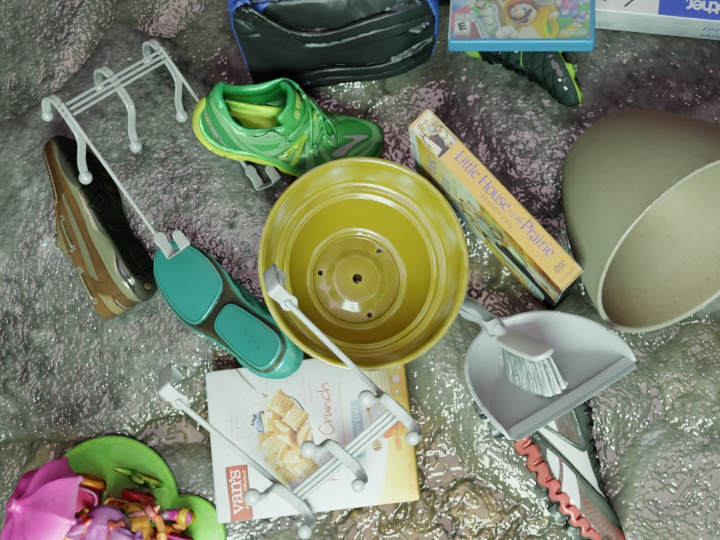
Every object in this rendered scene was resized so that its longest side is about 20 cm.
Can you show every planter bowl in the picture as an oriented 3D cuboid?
[{"bbox_3d":[0.000,0.000,0.903,0.196,0.084,0.205,1,78,-6],"label":"planter bowl"}]

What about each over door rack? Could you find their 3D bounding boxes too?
[{"bbox_3d":[-0.202,-0.118,0.938,0.200,0.067,0.148,48,54,1],"label":"over door rack"},{"bbox_3d":[-0.062,0.123,0.808,0.147,0.067,0.200,-40,103,10],"label":"over door rack"}]

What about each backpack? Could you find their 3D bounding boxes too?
[{"bbox_3d":[-0.021,-0.283,0.932,0.196,0.163,0.171,-3,75,6],"label":"backpack"}]

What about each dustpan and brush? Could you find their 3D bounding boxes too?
[{"bbox_3d":[0.136,0.067,0.853,0.138,0.200,0.058,-28,109,-13],"label":"dustpan and brush"}]

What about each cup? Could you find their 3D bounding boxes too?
[{"bbox_3d":[0.265,-0.066,0.861,0.198,0.201,0.144,-30,50,-1],"label":"cup"}]

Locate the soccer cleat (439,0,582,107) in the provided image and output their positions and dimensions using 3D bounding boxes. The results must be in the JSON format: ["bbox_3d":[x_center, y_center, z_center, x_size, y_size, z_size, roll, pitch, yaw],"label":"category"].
[{"bbox_3d":[0.150,-0.234,0.960,0.081,0.067,0.201,-36,71,7],"label":"soccer cleat"}]

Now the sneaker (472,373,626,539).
[{"bbox_3d":[0.191,0.168,0.865,0.097,0.071,0.202,-35,76,0],"label":"sneaker"}]

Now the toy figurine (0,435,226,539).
[{"bbox_3d":[-0.232,0.229,0.835,0.196,0.184,0.153,16,80,8],"label":"toy figurine"}]

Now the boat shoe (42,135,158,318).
[{"bbox_3d":[-0.280,-0.043,0.953,0.073,0.075,0.202,-35,71,16],"label":"boat shoe"}]

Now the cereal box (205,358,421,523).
[{"bbox_3d":[-0.047,0.159,0.905,0.196,0.040,0.147,-8,78,3],"label":"cereal box"}]

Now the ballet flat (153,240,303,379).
[{"bbox_3d":[-0.128,0.044,0.916,0.199,0.070,0.068,38,88,31],"label":"ballet flat"}]

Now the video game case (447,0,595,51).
[{"bbox_3d":[0.163,-0.309,0.938,0.140,0.018,0.204,2,67,10],"label":"video game case"}]

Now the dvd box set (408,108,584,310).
[{"bbox_3d":[0.124,-0.051,0.878,0.029,0.146,0.200,-41,78,-2],"label":"dvd box set"}]

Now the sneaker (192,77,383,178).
[{"bbox_3d":[-0.065,-0.139,0.924,0.196,0.084,0.075,6,66,-21],"label":"sneaker"}]

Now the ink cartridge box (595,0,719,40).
[{"bbox_3d":[0.295,-0.298,0.964,0.196,0.044,0.096,8,80,7],"label":"ink cartridge box"}]
